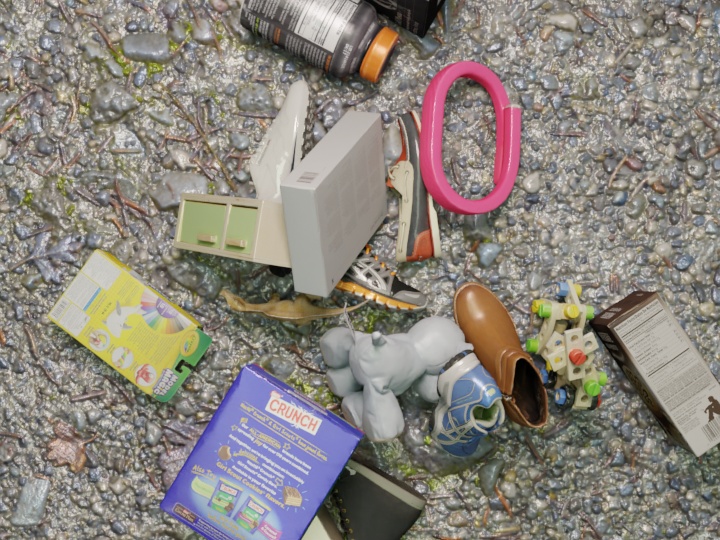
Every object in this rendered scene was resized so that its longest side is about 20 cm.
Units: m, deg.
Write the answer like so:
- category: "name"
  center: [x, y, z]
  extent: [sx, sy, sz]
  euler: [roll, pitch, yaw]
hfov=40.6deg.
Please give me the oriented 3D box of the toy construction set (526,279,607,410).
- category: "toy construction set"
  center: [0.267, 0.099, 1.236]
  extent: [0.091, 0.200, 0.132]
  euler: [10, 105, 1]

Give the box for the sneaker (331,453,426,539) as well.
- category: "sneaker"
  center: [-0.021, 0.301, 1.290]
  extent: [0.199, 0.075, 0.107]
  euler: [30, 88, 0]

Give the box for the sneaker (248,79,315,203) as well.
- category: "sneaker"
  center: [-0.108, -0.157, 1.299]
  extent: [0.080, 0.076, 0.202]
  euler: [10, 89, 11]

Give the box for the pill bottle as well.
- category: "pill bottle"
  center: [-0.050, -0.323, 1.279]
  extent: [0.199, 0.106, 0.107]
  euler: [29, 90, 1]

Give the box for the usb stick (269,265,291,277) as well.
- category: "usb stick"
  center: [-0.061, -0.082, 1.273]
  extent: [0.032, 0.056, 0.201]
  euler: [29, 70, 2]

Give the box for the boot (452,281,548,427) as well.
- category: "boot"
  center: [0.180, 0.109, 1.246]
  extent: [0.076, 0.155, 0.201]
  euler: [-19, 89, 1]

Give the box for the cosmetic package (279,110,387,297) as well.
- category: "cosmetic package"
  center: [-0.027, -0.086, 1.207]
  extent: [0.051, 0.200, 0.152]
  euler: [8, 126, 23]

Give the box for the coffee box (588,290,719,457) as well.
- category: "coffee box"
  center: [0.394, 0.129, 1.262]
  extent: [0.080, 0.113, 0.201]
  euler: [-34, 88, 1]

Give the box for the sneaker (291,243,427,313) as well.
- category: "sneaker"
  center: [0.000, 0.000, 1.293]
  extent: [0.199, 0.078, 0.078]
  euler: [23, 80, -1]

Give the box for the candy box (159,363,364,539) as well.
- category: "candy box"
  center: [-0.117, 0.240, 1.182]
  extent: [0.168, 0.077, 0.201]
  euler: [32, 91, 3]

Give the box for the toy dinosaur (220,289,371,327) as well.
- category: "toy dinosaur"
  center: [-0.080, 0.054, 1.277]
  extent: [0.198, 0.101, 0.059]
  euler: [2, 96, 7]

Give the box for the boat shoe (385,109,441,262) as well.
- category: "boat shoe"
  center: [0.065, -0.111, 1.296]
  extent: [0.062, 0.071, 0.202]
  euler: [-7, 94, 4]

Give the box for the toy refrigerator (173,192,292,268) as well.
- category: "toy refrigerator"
  center: [-0.161, -0.054, 1.235]
  extent: [0.070, 0.199, 0.077]
  euler: [9, 91, -40]

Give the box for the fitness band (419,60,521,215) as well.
- category: "fitness band"
  center: [0.144, -0.172, 1.272]
  extent: [0.143, 0.037, 0.202]
  euler: [6, 84, -31]

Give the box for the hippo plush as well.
- category: "hippo plush"
  center: [0.049, 0.108, 1.270]
  extent: [0.160, 0.159, 0.201]
  euler: [-19, 123, -26]

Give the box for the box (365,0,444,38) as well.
- category: "box"
  center: [0.028, -0.412, 1.229]
  extent: [0.196, 0.200, 0.124]
  euler: [31, 91, 2]

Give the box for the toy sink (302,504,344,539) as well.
- category: "toy sink"
  center: [-0.113, 0.330, 1.275]
  extent: [0.130, 0.112, 0.201]
  euler: [-31, 89, 0]

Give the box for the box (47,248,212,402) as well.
- category: "box"
  center: [-0.305, 0.076, 1.314]
  extent: [0.200, 0.048, 0.118]
  euler: [38, 90, 4]

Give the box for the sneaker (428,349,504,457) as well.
- category: "sneaker"
  center: [0.137, 0.188, 1.235]
  extent: [0.075, 0.201, 0.077]
  euler: [-33, 56, -19]
